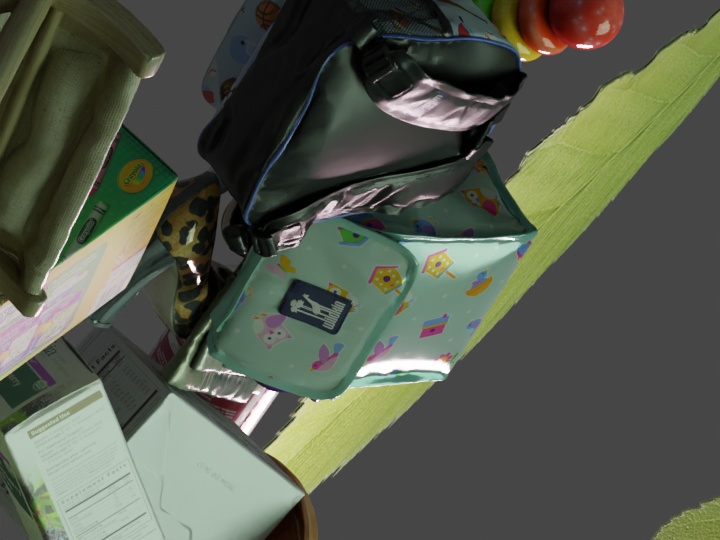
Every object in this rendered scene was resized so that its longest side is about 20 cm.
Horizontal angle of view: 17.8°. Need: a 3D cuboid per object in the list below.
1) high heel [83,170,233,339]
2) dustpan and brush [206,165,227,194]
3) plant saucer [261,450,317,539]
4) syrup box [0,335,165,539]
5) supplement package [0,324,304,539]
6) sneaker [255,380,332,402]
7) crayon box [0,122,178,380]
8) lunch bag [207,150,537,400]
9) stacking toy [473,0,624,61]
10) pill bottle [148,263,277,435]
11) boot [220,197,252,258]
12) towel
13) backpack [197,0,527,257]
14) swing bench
[{"bbox_3d":[-0.111,-0.018,1.693,0.143,0.071,0.200,-47,164,21],"label":"high heel"},{"bbox_3d":[-0.055,-0.115,1.662,0.200,0.057,0.140,-59,166,19],"label":"dustpan and brush"},{"bbox_3d":[-0.122,0.239,1.864,0.200,0.200,0.032,-48,138,-3],"label":"plant saucer"},{"bbox_3d":[-0.203,0.147,1.613,0.081,0.079,0.200,-31,130,-17],"label":"syrup box"},{"bbox_3d":[-0.172,0.164,1.787,0.156,0.111,0.200,-48,138,-1],"label":"supplement package"},{"bbox_3d":[-0.027,0.073,1.773,0.084,0.081,0.200,-54,161,21],"label":"sneaker"},{"bbox_3d":[-0.208,0.004,1.405,0.200,0.058,0.119,-39,166,-42],"label":"crayon box"},{"bbox_3d":[0.000,0.000,1.645,0.200,0.122,0.171,-4,139,-37],"label":"lunch bag"},{"bbox_3d":[0.107,-0.178,1.685,0.200,0.086,0.085,-1,-151,43],"label":"stacking toy"},{"bbox_3d":[-0.133,0.099,1.946,0.200,0.110,0.110,-55,168,30],"label":"pill bottle"},{"bbox_3d":[-0.029,-0.090,1.745,0.200,0.074,0.075,-49,177,-4],"label":"boot"},{"bbox_3d":[-0.054,0.020,1.765,0.200,0.035,0.193,-53,163,8],"label":"towel"},{"bbox_3d":[0.003,-0.118,1.499,0.190,0.154,0.200,2,139,-39],"label":"backpack"},{"bbox_3d":[-0.217,-0.032,1.043,0.200,0.130,0.199,-46,171,-46],"label":"swing bench"}]
